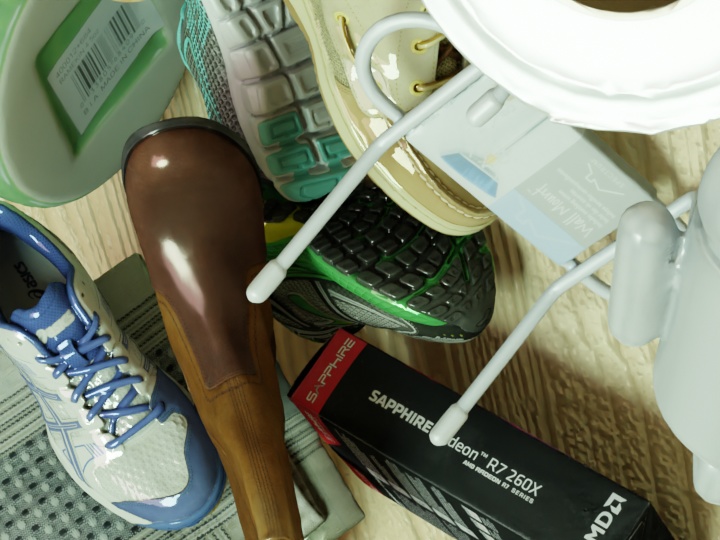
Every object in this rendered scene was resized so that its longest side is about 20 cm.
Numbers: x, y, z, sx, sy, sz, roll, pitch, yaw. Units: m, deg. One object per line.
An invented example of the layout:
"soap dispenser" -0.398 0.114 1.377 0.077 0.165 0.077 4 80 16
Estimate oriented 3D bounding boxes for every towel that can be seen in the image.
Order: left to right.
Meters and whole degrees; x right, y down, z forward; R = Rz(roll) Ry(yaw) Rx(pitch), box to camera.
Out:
"towel" -0.124 0.102 1.266 0.193 0.200 0.035 56 176 24

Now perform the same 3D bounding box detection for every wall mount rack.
"wall mount rack" 0.054 -0.016 1.098 0.200 0.075 0.174 39 129 -17

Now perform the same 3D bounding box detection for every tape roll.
"tape roll" 0.112 -0.158 0.961 0.202 0.071 0.203 10 115 21

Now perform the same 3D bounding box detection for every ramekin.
"ramekin" -0.167 -0.130 1.236 0.098 0.200 0.200 26 132 23

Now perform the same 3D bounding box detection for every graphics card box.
"graphics card box" 0.069 0.112 1.209 0.200 0.051 0.126 29 167 33

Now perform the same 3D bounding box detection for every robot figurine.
"robot figurine" 0.187 0.012 1.008 0.169 0.113 0.200 7 130 -3

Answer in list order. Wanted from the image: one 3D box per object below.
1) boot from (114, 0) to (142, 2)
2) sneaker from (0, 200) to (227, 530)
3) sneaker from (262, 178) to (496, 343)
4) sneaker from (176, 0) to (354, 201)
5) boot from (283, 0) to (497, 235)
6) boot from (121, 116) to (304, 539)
"boot" -0.127 -0.239 1.111 0.071 0.144 0.202 -13 128 11
"sneaker" -0.146 0.049 1.230 0.200 0.075 0.088 48 174 20
"sneaker" 0.000 0.000 1.246 0.200 0.078 0.085 22 137 48
"sneaker" -0.066 -0.133 1.221 0.091 0.077 0.201 14 120 52
"boot" 0.045 -0.122 1.110 0.155 0.073 0.200 -23 94 50
"boot" -0.066 0.050 1.143 0.189 0.068 0.200 91 169 -51
